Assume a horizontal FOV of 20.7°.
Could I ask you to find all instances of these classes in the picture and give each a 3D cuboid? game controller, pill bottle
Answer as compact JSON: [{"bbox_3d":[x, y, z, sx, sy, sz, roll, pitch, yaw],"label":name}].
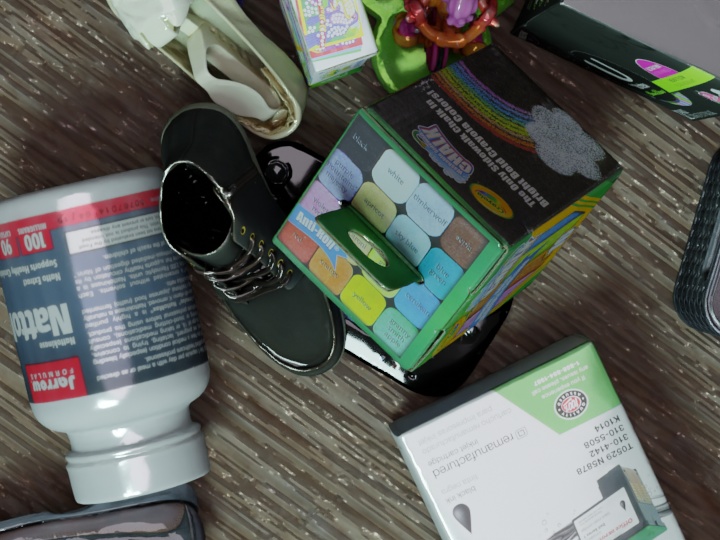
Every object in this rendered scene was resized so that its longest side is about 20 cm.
[{"bbox_3d":[0.000,0.000,1.316,0.200,0.042,0.104,31,90,-4],"label":"game controller"},{"bbox_3d":[-0.161,0.042,1.266,0.119,0.120,0.200,-13,93,-3],"label":"pill bottle"}]

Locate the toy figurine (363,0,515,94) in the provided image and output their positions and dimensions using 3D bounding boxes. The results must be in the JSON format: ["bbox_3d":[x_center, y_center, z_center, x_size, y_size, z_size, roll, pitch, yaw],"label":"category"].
[{"bbox_3d":[0.055,-0.204,1.241,0.150,0.184,0.200,3,93,-4],"label":"toy figurine"}]

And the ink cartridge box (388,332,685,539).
[{"bbox_3d":[0.127,0.163,1.309,0.146,0.084,0.200,-26,93,-2],"label":"ink cartridge box"}]

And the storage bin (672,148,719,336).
[{"bbox_3d":[0.325,-0.002,1.313,0.200,0.094,0.135,16,91,-5],"label":"storage bin"}]

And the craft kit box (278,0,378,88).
[{"bbox_3d":[-0.043,-0.217,1.227,0.048,0.198,0.200,-19,93,-4],"label":"craft kit box"}]

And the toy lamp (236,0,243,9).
[{"bbox_3d":[-0.172,-0.206,1.289,0.200,0.058,0.058,12,91,-5],"label":"toy lamp"}]

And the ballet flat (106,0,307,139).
[{"bbox_3d":[-0.106,-0.153,1.252,0.200,0.069,0.069,40,89,-29],"label":"ballet flat"}]

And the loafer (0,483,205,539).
[{"bbox_3d":[-0.198,0.194,1.287,0.200,0.072,0.063,-16,61,-6],"label":"loafer"}]

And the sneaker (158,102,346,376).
[{"bbox_3d":[-0.075,0.000,1.246,0.075,0.106,0.200,-25,110,14],"label":"sneaker"}]

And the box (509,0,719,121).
[{"bbox_3d":[0.197,-0.181,1.243,0.148,0.200,0.124,25,90,-4],"label":"box"}]

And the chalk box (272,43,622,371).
[{"bbox_3d":[0.042,-0.033,1.204,0.125,0.200,0.124,45,130,12],"label":"chalk box"}]
